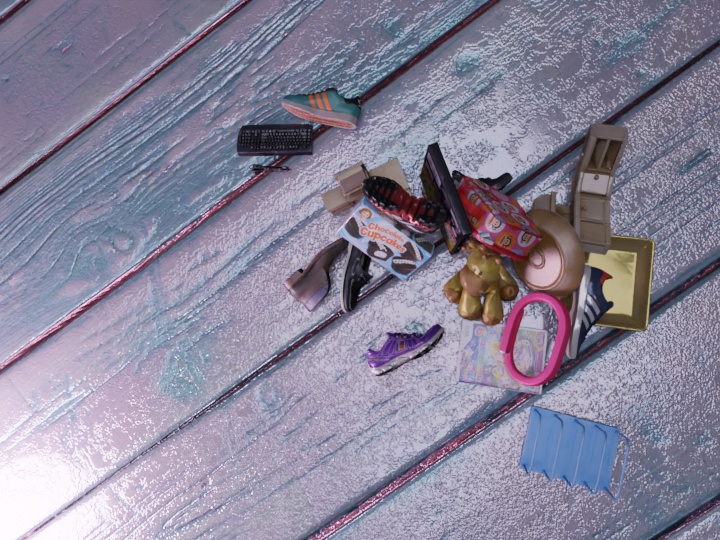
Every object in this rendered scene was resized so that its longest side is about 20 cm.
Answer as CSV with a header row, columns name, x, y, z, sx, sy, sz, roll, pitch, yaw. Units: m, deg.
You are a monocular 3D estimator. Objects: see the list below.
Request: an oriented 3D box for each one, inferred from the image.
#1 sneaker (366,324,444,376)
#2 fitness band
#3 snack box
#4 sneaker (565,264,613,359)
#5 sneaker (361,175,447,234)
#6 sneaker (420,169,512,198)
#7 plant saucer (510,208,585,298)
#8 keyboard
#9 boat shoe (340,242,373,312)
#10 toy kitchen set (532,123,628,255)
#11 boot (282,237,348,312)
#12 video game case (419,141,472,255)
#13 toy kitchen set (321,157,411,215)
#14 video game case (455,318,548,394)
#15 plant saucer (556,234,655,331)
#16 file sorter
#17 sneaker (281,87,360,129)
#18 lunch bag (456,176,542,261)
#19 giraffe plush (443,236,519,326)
name,x,y,z,sx,sy,sz,roll,pitch,yaw
sneaker,0.100,0.170,1.455,0.197,0.081,0.085,-27,76,7
fitness band,0.380,0.149,1.373,0.142,0.037,0.205,19,95,47
snack box,0.056,-0.071,1.419,0.198,0.038,0.116,35,134,-14
sneaker,0.495,0.094,1.353,0.082,0.075,0.205,12,92,2
sneaker,0.091,-0.135,1.355,0.197,0.098,0.072,26,77,9
sneaker,0.247,-0.198,1.468,0.198,0.060,0.106,-34,84,8
plant saucer,0.393,-0.030,1.373,0.035,0.200,0.204,-21,80,-33
keyboard,-0.215,-0.302,1.570,0.194,0.021,0.131,0,85,10
boat shoe,0.001,0.000,1.485,0.065,0.074,0.205,7,77,21
toy kitchen set,0.462,-0.176,1.337,0.159,0.182,0.203,9,55,9
boot,-0.085,0.008,1.505,0.199,0.075,0.098,-39,90,14
video game case,0.181,-0.149,1.359,0.025,0.181,0.204,-19,79,-4
toy kitchen set,0.026,-0.140,1.439,0.196,0.163,0.184,-24,83,7
video game case,0.323,0.197,1.446,0.195,0.018,0.147,7,87,10
plant saucer,0.543,0.023,1.410,0.195,0.048,0.206,6,86,9
file sorter,0.459,0.394,1.357,0.195,0.123,0.142,13,88,9
sneaker,-0.093,-0.408,1.538,0.195,0.071,0.082,15,83,5
lunch bag,0.276,-0.118,1.336,0.173,0.202,0.083,19,118,-29
giraffe plush,0.273,0.009,1.390,0.169,0.162,0.205,16,85,12
